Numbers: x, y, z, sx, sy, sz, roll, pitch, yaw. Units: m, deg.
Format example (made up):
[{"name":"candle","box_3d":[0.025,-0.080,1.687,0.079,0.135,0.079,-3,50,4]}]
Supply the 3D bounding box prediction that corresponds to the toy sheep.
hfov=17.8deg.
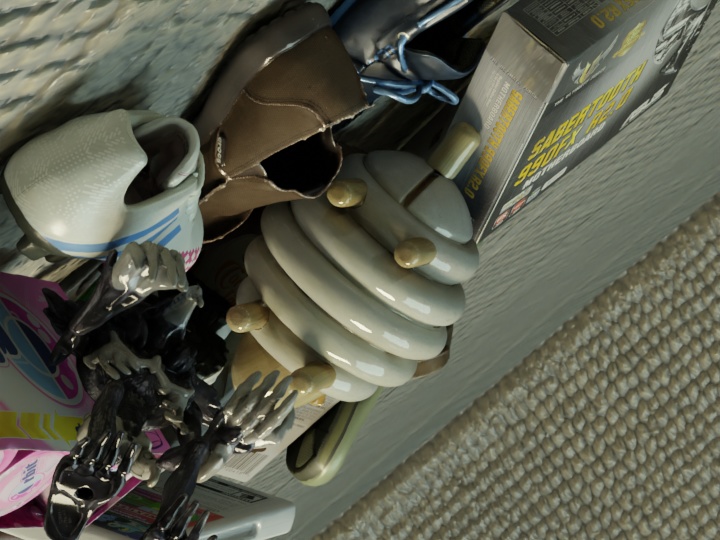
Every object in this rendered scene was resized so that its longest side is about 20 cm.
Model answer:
[{"name":"toy sheep","box_3d":[0.000,0.000,1.263,0.200,0.138,0.138,-46,169,14]}]

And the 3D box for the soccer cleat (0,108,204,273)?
[{"name":"soccer cleat","box_3d":[-0.101,-0.037,1.102,0.086,0.070,0.200,-31,171,13]}]

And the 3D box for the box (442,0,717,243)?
[{"name":"box","box_3d":[0.132,-0.122,1.308,0.200,0.048,0.158,-37,162,-38]}]

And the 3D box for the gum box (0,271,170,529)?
[{"name":"gum box","box_3d":[-0.182,0.060,1.092,0.066,0.114,0.200,-40,164,12]}]

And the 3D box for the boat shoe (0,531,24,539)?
[{"name":"boat shoe","box_3d":[-0.189,0.164,1.398,0.200,0.070,0.070,1,98,-56]}]

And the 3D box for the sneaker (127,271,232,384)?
[{"name":"sneaker","box_3d":[-0.122,0.053,1.327,0.079,0.074,0.200,-55,-179,11]}]

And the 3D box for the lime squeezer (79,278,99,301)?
[{"name":"lime squeezer","box_3d":[-0.198,0.053,1.298,0.200,0.038,0.071,-36,170,-6]}]

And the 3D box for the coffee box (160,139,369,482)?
[{"name":"coffee box","box_3d":[-0.048,0.026,1.433,0.080,0.114,0.200,22,126,-40]}]

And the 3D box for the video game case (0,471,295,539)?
[{"name":"video game case","box_3d":[-0.165,0.130,1.343,0.182,0.200,0.023,-5,109,-64]}]

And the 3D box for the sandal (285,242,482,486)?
[{"name":"sandal","box_3d":[0.022,0.058,1.477,0.201,0.057,0.080,-59,-166,-14]}]

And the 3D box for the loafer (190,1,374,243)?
[{"name":"loafer","box_3d":[-0.053,-0.058,1.186,0.073,0.071,0.200,-33,170,-28]}]

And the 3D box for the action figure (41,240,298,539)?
[{"name":"action figure","box_3d":[-0.089,0.054,1.050,0.102,0.119,0.200,-41,-157,20]}]

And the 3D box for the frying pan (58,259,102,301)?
[{"name":"frying pan","box_3d":[-0.217,0.050,1.223,0.190,0.031,0.115,-53,163,1]}]

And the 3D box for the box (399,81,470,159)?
[{"name":"box","box_3d":[0.061,-0.072,1.498,0.200,0.036,0.144,-41,-165,31]}]

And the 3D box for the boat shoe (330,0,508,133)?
[{"name":"boat shoe","box_3d":[0.031,-0.125,1.187,0.084,0.069,0.200,-28,167,-45]}]
